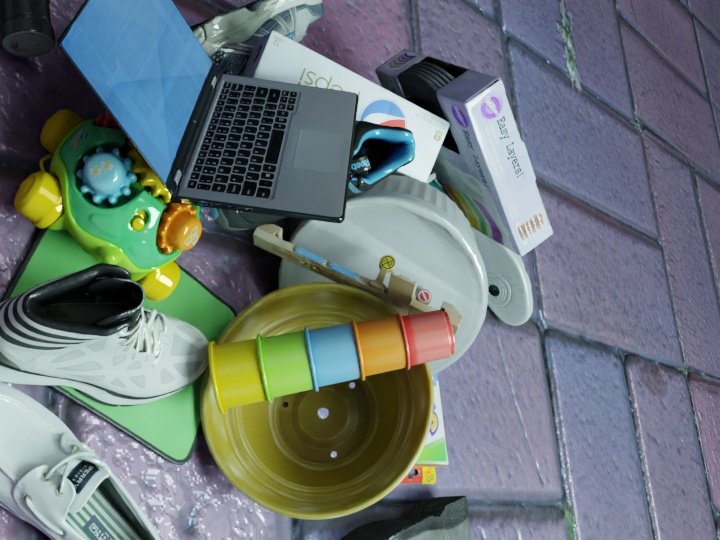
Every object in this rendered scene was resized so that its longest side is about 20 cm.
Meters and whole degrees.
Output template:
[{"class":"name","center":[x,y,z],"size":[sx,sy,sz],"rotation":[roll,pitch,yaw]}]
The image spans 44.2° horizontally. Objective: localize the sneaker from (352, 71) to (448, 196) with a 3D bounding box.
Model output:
[{"class":"sneaker","center":[0.030,-0.128,0.945],"size":[0.200,0.080,0.071],"rotation":[43,39,9]}]

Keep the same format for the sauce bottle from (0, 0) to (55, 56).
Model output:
[{"class":"sauce bottle","center":[-0.277,-0.273,0.715],"size":[0.066,0.066,0.203],"rotation":[8,68,-48]}]

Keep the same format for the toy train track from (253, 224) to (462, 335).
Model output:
[{"class":"toy train track","center":[0.000,0.000,0.788],"size":[0.198,0.115,0.033],"rotation":[24,67,6]}]

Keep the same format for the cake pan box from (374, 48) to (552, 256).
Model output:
[{"class":"cake pan box","center":[0.107,-0.131,0.939],"size":[0.052,0.184,0.201],"rotation":[-36,125,-13]}]

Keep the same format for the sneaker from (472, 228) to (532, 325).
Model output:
[{"class":"sneaker","center":[0.188,-0.038,1.161],"size":[0.112,0.073,0.202],"rotation":[-34,99,-50]}]

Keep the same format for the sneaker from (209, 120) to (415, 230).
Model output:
[{"class":"sneaker","center":[-0.040,-0.089,0.747],"size":[0.199,0.081,0.074],"rotation":[-29,112,-36]}]

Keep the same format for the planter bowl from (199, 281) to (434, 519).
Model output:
[{"class":"planter bowl","center":[-0.036,0.119,0.783],"size":[0.084,0.198,0.203],"rotation":[85,2,-69]}]

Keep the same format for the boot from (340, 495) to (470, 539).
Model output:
[{"class":"boot","center":[0.058,0.305,0.864],"size":[0.199,0.069,0.133],"rotation":[-4,82,-46]}]

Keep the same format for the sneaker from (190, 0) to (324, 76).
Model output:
[{"class":"sneaker","center":[-0.103,-0.230,0.912],"size":[0.200,0.077,0.087],"rotation":[-38,116,-43]}]

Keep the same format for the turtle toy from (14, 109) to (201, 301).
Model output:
[{"class":"turtle toy","center":[-0.178,-0.083,0.716],"size":[0.145,0.101,0.202],"rotation":[38,37,-34]}]

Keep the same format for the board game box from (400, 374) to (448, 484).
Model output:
[{"class":"board game box","center":[0.049,0.128,0.962],"size":[0.095,0.030,0.203],"rotation":[14,66,-46]}]

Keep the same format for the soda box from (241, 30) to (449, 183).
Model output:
[{"class":"soda box","center":[-0.018,-0.152,0.856],"size":[0.198,0.064,0.069],"rotation":[23,88,-21]}]

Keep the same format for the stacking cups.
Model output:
[{"class":"stacking cups","center":[-0.021,0.073,0.726],"size":[0.061,0.197,0.061],"rotation":[172,-90,-88]}]

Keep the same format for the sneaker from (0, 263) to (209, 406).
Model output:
[{"class":"sneaker","center":[-0.169,0.050,0.650],"size":[0.199,0.115,0.077],"rotation":[12,65,-47]}]

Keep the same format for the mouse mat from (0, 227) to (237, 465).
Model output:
[{"class":"mouse mat","center":[-0.190,0.045,0.725],"size":[0.200,0.007,0.162],"rotation":[43,45,-31]}]

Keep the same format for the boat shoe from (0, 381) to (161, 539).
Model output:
[{"class":"boat shoe","center":[-0.202,0.147,0.618],"size":[0.201,0.066,0.074],"rotation":[52,41,-21]}]

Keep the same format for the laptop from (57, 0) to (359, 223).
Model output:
[{"class":"laptop","center":[-0.098,-0.147,0.674],"size":[0.197,0.117,0.188],"rotation":[8,40,-2]}]

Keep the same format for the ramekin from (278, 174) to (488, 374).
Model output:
[{"class":"ramekin","center":[0.027,0.001,0.860],"size":[0.203,0.201,0.095],"rotation":[54,27,-19]}]
